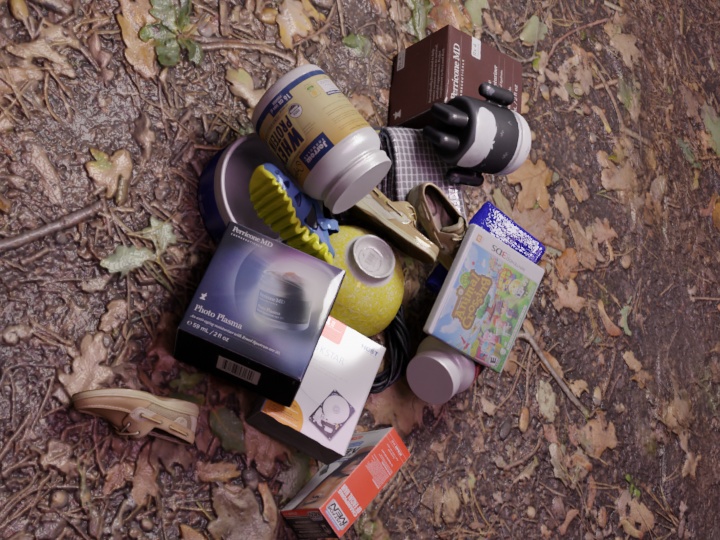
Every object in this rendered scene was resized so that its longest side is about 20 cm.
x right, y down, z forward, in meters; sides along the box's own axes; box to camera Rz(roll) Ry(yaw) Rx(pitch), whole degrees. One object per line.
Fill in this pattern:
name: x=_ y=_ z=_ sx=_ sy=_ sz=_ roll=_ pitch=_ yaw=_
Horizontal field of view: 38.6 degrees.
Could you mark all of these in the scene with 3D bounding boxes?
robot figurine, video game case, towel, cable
robot figurine: x=0.207 y=-0.237 z=1.811 sx=0.198 sy=0.150 sz=0.126 roll=9 pitch=59 yaw=-34
video game case: x=0.214 y=0.050 z=1.756 sx=0.181 sy=0.022 sz=0.202 roll=30 pitch=81 yaw=-31
towel: x=0.103 y=-0.154 z=1.838 sx=0.164 sy=0.085 sz=0.202 roll=-5 pitch=85 yaw=-41
towel: x=0.225 y=-0.008 z=1.820 sx=0.147 sy=0.050 sz=0.201 roll=38 pitch=73 yaw=-2
cable: x=0.015 y=0.111 z=1.778 sx=0.162 sy=0.051 sz=0.202 roll=8 pitch=74 yaw=-38

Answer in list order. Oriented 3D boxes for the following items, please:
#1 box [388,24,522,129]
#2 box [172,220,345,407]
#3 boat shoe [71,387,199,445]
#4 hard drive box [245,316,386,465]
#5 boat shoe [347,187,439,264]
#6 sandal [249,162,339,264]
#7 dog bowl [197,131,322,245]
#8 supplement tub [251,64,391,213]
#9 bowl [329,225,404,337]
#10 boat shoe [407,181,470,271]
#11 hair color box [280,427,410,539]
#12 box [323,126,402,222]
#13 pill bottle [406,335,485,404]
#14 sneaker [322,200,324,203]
box: x=0.182 y=-0.331 z=1.958 sx=0.199 sy=0.164 sz=0.168 roll=18 pitch=68 yaw=-35
box: x=-0.153 y=0.064 z=1.555 sx=0.198 sy=0.123 sz=0.200 roll=23 pitch=60 yaw=-2
boat shoe: x=-0.316 y=0.209 z=1.460 sx=0.199 sy=0.071 sz=0.065 roll=16 pitch=68 yaw=-37
hard drive box: x=-0.070 y=0.182 z=1.645 sx=0.155 sy=0.077 sz=0.201 roll=29 pitch=60 yaw=-12
boat shoe: x=0.059 y=-0.088 z=1.728 sx=0.199 sy=0.074 sz=0.067 roll=37 pitch=76 yaw=16
sandal: x=-0.100 y=-0.091 z=1.620 sx=0.201 sy=0.079 sz=0.087 roll=55 pitch=47 yaw=-25
dog bowl: x=-0.162 y=-0.118 z=1.671 sx=0.199 sy=0.078 sz=0.202 roll=12 pitch=71 yaw=-37
supplement tub: x=-0.059 y=-0.202 z=1.599 sx=0.144 sy=0.145 sz=0.200 roll=-31 pitch=76 yaw=-40
bowl: x=0.000 y=0.000 z=1.723 sx=0.198 sy=0.108 sz=0.202 roll=15 pitch=57 yaw=-24
boat shoe: x=0.155 y=-0.064 z=1.757 sx=0.072 sy=0.065 sz=0.201 roll=-36 pitch=96 yaw=-17
hair color box: x=-0.022 y=0.340 z=1.646 sx=0.200 sy=0.110 sz=0.064 roll=-44 pitch=106 yaw=-39
box: x=0.009 y=-0.174 z=1.850 sx=0.199 sy=0.049 sz=0.163 roll=-11 pitch=88 yaw=-41
pill bottle: x=0.168 y=0.150 z=1.833 sx=0.200 sy=0.115 sz=0.117 roll=-38 pitch=103 yaw=-50
sneaker: x=-0.033 y=-0.180 z=1.729 sx=0.082 sy=0.074 sz=0.201 roll=46 pitch=36 yaw=-20
